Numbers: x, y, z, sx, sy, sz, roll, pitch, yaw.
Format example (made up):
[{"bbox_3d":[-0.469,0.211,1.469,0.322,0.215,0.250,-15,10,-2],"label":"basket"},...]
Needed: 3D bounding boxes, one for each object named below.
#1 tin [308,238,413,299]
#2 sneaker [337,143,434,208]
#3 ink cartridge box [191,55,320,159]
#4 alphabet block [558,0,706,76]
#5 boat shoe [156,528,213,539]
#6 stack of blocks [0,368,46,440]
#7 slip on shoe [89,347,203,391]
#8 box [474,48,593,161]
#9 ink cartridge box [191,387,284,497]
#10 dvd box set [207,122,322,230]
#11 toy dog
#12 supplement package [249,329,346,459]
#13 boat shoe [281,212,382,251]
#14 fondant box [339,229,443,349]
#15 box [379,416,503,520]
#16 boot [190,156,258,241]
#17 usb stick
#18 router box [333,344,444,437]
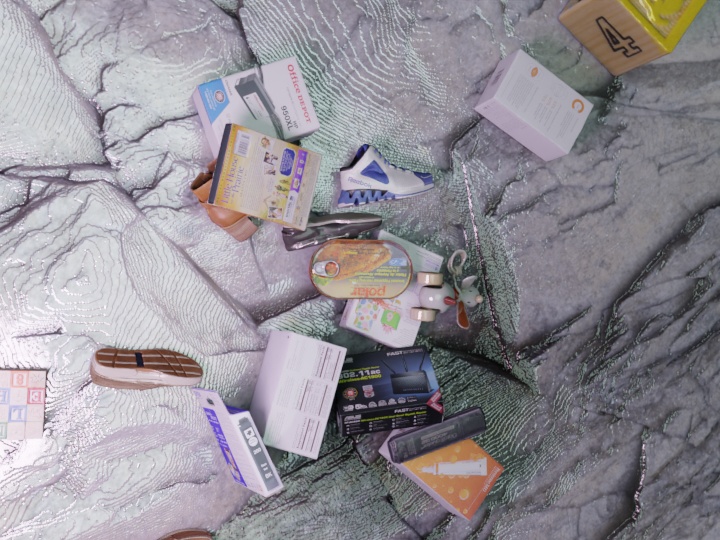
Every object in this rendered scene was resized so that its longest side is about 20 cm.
[{"bbox_3d":[0.000,0.000,1.713,0.197,0.042,0.114,1,82,-14],"label":"tin"},{"bbox_3d":[0.044,-0.192,1.771,0.197,0.080,0.117,-10,93,-17],"label":"sneaker"},{"bbox_3d":[-0.194,-0.298,1.696,0.198,0.084,0.146,-22,95,-18],"label":"ink cartridge box"},{"bbox_3d":[0.571,-0.557,1.898,0.196,0.200,0.196,38,77,-12],"label":"alphabet block"},{"bbox_3d":[-0.355,0.514,1.609,0.198,0.074,0.077,-11,91,-18],"label":"boat shoe"},{"bbox_3d":[-0.637,0.225,1.539,0.197,0.058,0.117,4,87,-18],"label":"stack of blocks"},{"bbox_3d":[-0.383,0.185,1.627,0.198,0.076,0.061,6,125,-26],"label":"slip on shoe"},{"bbox_3d":[0.356,-0.337,1.871,0.199,0.097,0.125,33,78,-13],"label":"box"},{"bbox_3d":[-0.220,0.289,1.601,0.043,0.198,0.202,-27,97,-23],"label":"ink cartridge box"},{"bbox_3d":[-0.168,-0.165,1.630,0.198,0.029,0.148,14,88,-37],"label":"dvd box set"},{"bbox_3d":[0.183,0.050,1.753,0.199,0.096,0.133,-26,119,-42],"label":"toy dog"},{"bbox_3d":[-0.122,0.220,1.657,0.110,0.156,0.202,19,82,-18],"label":"supplement package"},{"bbox_3d":[-0.054,-0.075,1.747,0.197,0.067,0.058,-5,108,-13],"label":"boat shoe"},{"bbox_3d":[0.061,0.041,1.777,0.143,0.058,0.202,23,80,-16],"label":"fondant box"},{"bbox_3d":[0.157,0.367,1.764,0.200,0.097,0.125,41,76,-13],"label":"box"},{"bbox_3d":[-0.207,-0.168,1.664,0.200,0.077,0.155,-44,131,-4],"label":"boot"},{"bbox_3d":[0.144,0.304,1.688,0.198,0.033,0.056,-17,99,-18],"label":"usb stick"},{"bbox_3d":[0.046,0.222,1.698,0.197,0.151,0.063,-7,129,-7],"label":"router box"}]
